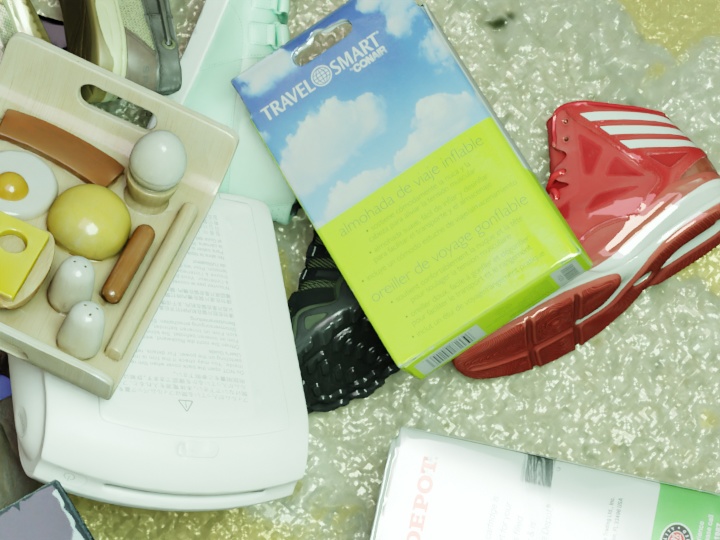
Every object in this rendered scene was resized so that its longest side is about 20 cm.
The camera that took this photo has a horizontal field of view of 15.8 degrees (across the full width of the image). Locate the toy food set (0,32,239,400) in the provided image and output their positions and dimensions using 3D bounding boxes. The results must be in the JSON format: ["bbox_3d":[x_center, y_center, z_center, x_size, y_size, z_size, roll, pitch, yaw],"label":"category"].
[{"bbox_3d":[-0.163,-0.034,1.403,0.143,0.060,0.200,25,47,0],"label":"toy food set"}]

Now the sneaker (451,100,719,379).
[{"bbox_3d":[0.119,-0.025,1.559,0.200,0.078,0.116,-29,65,-12],"label":"sneaker"}]

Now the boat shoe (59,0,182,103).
[{"bbox_3d":[-0.144,-0.176,1.559,0.065,0.073,0.200,8,52,-22],"label":"boat shoe"}]

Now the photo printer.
[{"bbox_3d":[-0.116,0.044,1.449,0.166,0.069,0.200,6,50,-23],"label":"photo printer"}]

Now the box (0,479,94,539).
[{"bbox_3d":[-0.160,0.237,1.406,0.117,0.200,0.197,-29,80,-9],"label":"box"}]

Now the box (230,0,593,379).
[{"bbox_3d":[0.027,-0.054,1.467,0.122,0.048,0.200,-33,71,6],"label":"box"}]

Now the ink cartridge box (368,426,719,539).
[{"bbox_3d":[0.100,0.183,1.489,0.200,0.084,0.146,13,76,1],"label":"ink cartridge box"}]

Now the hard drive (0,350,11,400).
[{"bbox_3d":[-0.226,0.024,1.531,0.200,0.025,0.132,-22,90,-8],"label":"hard drive"}]

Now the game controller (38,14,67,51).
[{"bbox_3d":[-0.261,-0.119,1.567,0.200,0.042,0.105,16,76,2],"label":"game controller"}]

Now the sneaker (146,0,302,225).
[{"bbox_3d":[-0.044,-0.124,1.562,0.118,0.074,0.201,22,81,3],"label":"sneaker"}]

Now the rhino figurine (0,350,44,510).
[{"bbox_3d":[-0.213,0.105,1.451,0.087,0.060,0.200,50,48,1],"label":"rhino figurine"}]

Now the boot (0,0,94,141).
[{"bbox_3d":[-0.258,-0.115,1.509,0.154,0.072,0.200,-28,82,-8],"label":"boot"}]

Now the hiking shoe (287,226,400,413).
[{"bbox_3d":[0.000,0.000,1.543,0.200,0.076,0.101,-43,44,4],"label":"hiking shoe"}]
